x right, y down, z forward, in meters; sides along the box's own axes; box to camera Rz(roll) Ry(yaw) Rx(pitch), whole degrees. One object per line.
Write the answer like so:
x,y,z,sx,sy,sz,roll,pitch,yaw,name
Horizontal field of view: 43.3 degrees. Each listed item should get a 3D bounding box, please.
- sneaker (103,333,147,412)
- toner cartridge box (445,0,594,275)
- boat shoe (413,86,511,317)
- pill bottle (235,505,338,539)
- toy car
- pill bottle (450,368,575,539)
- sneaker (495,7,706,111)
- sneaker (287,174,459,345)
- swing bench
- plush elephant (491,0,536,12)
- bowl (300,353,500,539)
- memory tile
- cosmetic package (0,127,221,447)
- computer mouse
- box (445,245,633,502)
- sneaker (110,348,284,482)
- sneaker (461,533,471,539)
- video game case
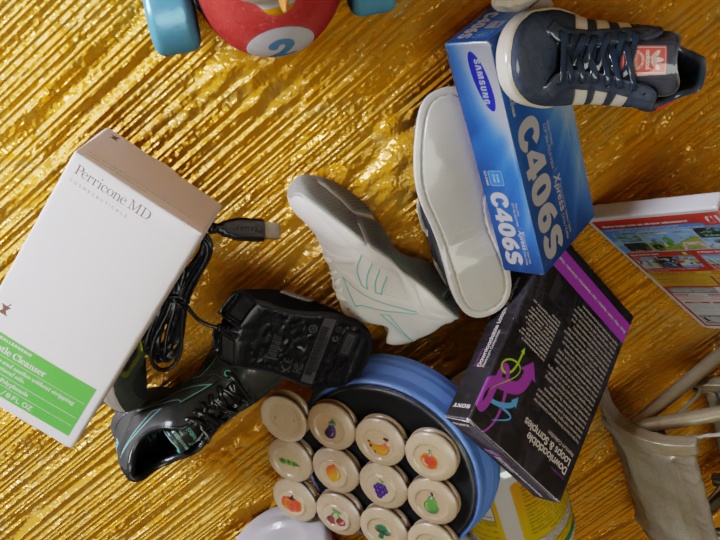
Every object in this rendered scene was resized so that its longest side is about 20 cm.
-0.187,0.034,0.765,0.083,0.075,0.203,-4,120,-10,sneaker
0.133,-0.107,0.731,0.095,0.043,0.202,-43,126,-36,toner cartridge box
0.082,-0.060,0.773,0.073,0.060,0.203,-22,114,-7,boat shoe
-0.047,0.353,0.950,0.118,0.120,0.202,-25,121,4,pill bottle
-0.061,-0.207,0.578,0.181,0.201,0.179,-12,122,-4,toy car
0.143,0.195,0.902,0.111,0.113,0.202,-20,121,1,pill bottle
0.188,-0.158,0.681,0.198,0.084,0.076,-9,104,-39,sneaker
0.000,0.000,0.787,0.080,0.071,0.200,-36,119,21,sneaker
0.371,0.192,0.936,0.197,0.130,0.201,-25,122,4,swing bench
0.123,-0.278,0.618,0.199,0.165,0.155,39,151,5,plush elephant
0.031,0.176,0.849,0.197,0.039,0.204,13,121,22,bowl
-0.001,0.192,0.840,0.197,0.017,0.156,11,120,24,memory tile
-0.200,0.012,0.672,0.107,0.085,0.201,31,108,-9,cosmetic package
-0.077,0.023,0.766,0.197,0.046,0.143,9,110,-21,computer mouse
0.166,0.083,0.819,0.143,0.036,0.202,43,63,-29,box
-0.137,0.125,0.826,0.198,0.080,0.076,-32,119,6,sneaker
0.079,0.291,0.956,0.198,0.091,0.075,31,110,-25,sneaker
0.316,-0.002,0.817,0.199,0.142,0.018,36,71,-27,video game case
